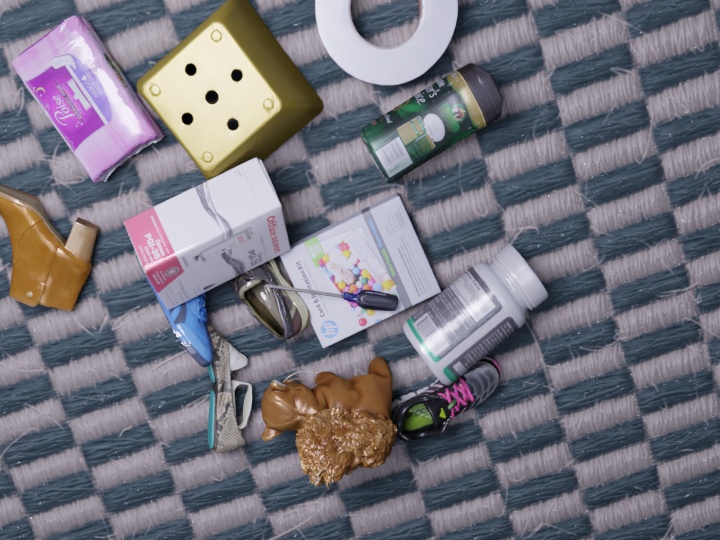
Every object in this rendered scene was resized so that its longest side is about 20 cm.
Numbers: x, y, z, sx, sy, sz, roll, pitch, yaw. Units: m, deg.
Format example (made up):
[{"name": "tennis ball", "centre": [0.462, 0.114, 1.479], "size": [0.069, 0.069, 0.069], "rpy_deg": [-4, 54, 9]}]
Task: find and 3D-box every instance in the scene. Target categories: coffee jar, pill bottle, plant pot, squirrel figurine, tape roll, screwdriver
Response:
[{"name": "coffee jar", "centre": [0.101, -0.208, 1.194], "size": [0.197, 0.104, 0.086], "rpy_deg": [-30, 103, 5]}, {"name": "pill bottle", "centre": [0.168, 0.062, 1.243], "size": [0.199, 0.113, 0.114], "rpy_deg": [-39, 99, 5]}, {"name": "plant pot", "centre": [-0.186, -0.234, 1.152], "size": [0.199, 0.177, 0.201], "rpy_deg": [-37, 99, 8]}, {"name": "squirrel figurine", "centre": [-0.049, 0.213, 1.232], "size": [0.182, 0.201, 0.145], "rpy_deg": [11, 109, -15]}, {"name": "tape roll", "centre": [0.035, -0.359, 1.182], "size": [0.195, 0.066, 0.206], "rpy_deg": [0, 103, 0]}, {"name": "screwdriver", "centre": [-0.040, 0.031, 1.234], "size": [0.195, 0.028, 0.030], "rpy_deg": [12, 57, -8]}]

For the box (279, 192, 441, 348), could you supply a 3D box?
[{"name": "box", "centre": [0.000, 0.000, 1.270], "size": [0.196, 0.041, 0.159], "rpy_deg": [-24, 101, 6]}]

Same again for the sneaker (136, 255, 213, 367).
[{"name": "sneaker", "centre": [-0.250, 0.039, 1.238], "size": [0.077, 0.066, 0.203], "rpy_deg": [-29, 74, -6]}]

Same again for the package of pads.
[{"name": "package of pads", "centre": [-0.380, -0.237, 1.203], "size": [0.119, 0.076, 0.202], "rpy_deg": [-33, 100, 5]}]

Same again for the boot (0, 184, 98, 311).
[{"name": "boot", "centre": [-0.491, -0.031, 1.247], "size": [0.198, 0.071, 0.147], "rpy_deg": [24, 98, -10]}]

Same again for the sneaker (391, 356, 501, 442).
[{"name": "sneaker", "centre": [0.126, 0.201, 1.287], "size": [0.197, 0.088, 0.075], "rpy_deg": [-28, 101, 5]}]

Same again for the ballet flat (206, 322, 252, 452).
[{"name": "ballet flat", "centre": [-0.202, 0.171, 1.296], "size": [0.074, 0.068, 0.205], "rpy_deg": [-7, 96, -19]}]

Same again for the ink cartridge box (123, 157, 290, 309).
[{"name": "ink cartridge box", "centre": [-0.201, -0.048, 1.160], "size": [0.197, 0.147, 0.084], "rpy_deg": [-27, 69, -10]}]

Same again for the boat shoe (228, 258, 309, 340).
[{"name": "boat shoe", "centre": [-0.153, 0.015, 1.245], "size": [0.200, 0.065, 0.073], "rpy_deg": [46, 115, 4]}]
